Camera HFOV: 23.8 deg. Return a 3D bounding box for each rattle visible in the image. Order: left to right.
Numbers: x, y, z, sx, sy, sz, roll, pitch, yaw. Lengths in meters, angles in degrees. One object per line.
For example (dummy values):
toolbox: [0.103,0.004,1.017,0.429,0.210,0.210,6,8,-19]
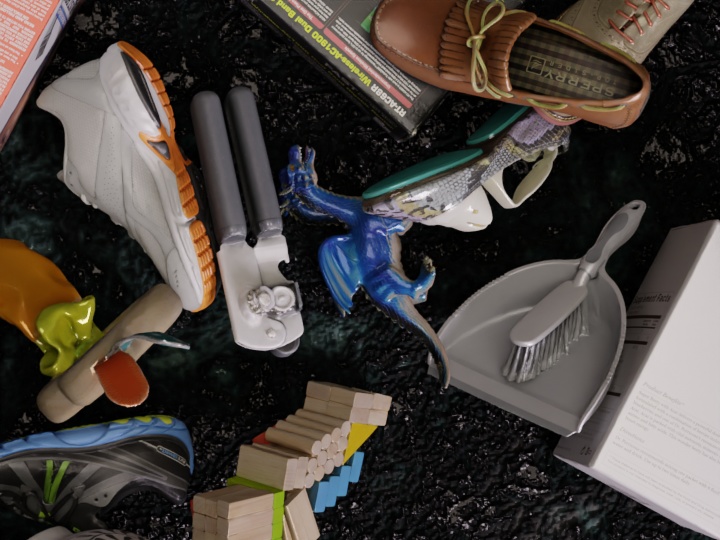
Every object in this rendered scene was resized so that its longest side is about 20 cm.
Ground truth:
rattle: [-0.194,0.025,1.161,0.130,0.200,0.143,-26,93,-3]

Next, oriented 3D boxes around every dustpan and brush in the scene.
dustpan and brush: [0.156,0.020,1.268,0.139,0.057,0.200,23,49,33]

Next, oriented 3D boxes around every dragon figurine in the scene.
dragon figurine: [0.000,0.000,1.258,0.099,0.059,0.200,-16,86,-5]

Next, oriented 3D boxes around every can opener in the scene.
can opener: [-0.087,-0.034,1.252,0.053,0.066,0.201,-9,82,-18]

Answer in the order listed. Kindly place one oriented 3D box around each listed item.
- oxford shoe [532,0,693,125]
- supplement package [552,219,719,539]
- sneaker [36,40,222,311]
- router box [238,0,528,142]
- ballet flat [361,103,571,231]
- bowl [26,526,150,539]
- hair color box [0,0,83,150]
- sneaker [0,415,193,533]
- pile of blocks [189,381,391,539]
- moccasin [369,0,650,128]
oxford shoe: [0.195,-0.189,1.260,0.070,0.075,0.200,41,69,-3]
supplement package: [0.249,0.080,1.259,0.121,0.120,0.200,29,85,-4]
sneaker: [-0.167,-0.059,1.243,0.092,0.076,0.200,-20,94,14]
router box: [0.008,-0.215,1.263,0.200,0.062,0.150,42,83,-5]
ballet flat: [0.087,-0.068,1.240,0.200,0.072,0.072,-33,93,-35]
bowl: [-0.209,0.240,1.176,0.201,0.201,0.094,-43,75,-6]
hair color box: [-0.245,-0.173,1.206,0.064,0.111,0.200,29,86,-6]
sneaker: [-0.216,0.156,1.222,0.199,0.071,0.083,-10,84,-10]
pile of blocks: [-0.057,0.149,1.234,0.200,0.062,0.082,-39,127,-39]
moccasin: [0.103,-0.149,1.194,0.201,0.078,0.074,23,86,8]
